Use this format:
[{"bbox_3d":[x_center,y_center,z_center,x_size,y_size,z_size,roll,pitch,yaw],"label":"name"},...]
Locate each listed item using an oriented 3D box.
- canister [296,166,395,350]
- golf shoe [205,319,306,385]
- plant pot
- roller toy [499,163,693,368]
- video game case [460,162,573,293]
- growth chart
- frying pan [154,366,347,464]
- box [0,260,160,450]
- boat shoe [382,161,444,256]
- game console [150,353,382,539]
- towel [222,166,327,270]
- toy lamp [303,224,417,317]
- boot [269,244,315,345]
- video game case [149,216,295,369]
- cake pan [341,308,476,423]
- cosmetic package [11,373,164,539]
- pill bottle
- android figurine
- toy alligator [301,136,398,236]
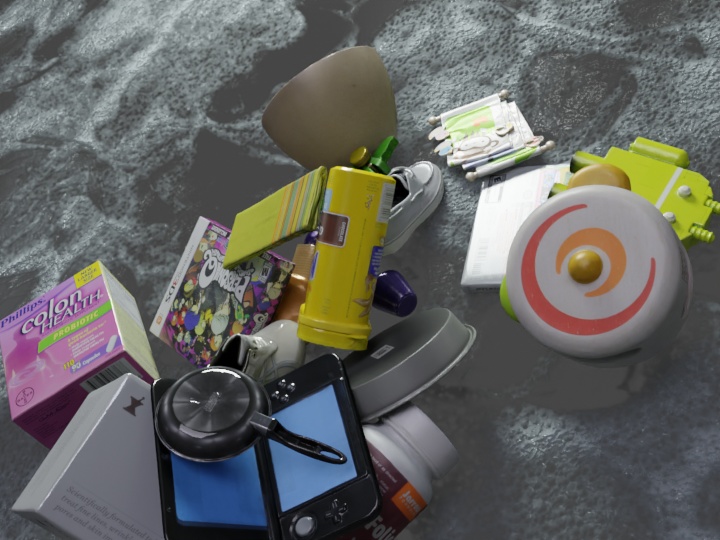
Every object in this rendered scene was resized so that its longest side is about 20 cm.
[{"bbox_3d":[-0.016,-0.018,1.058,0.086,0.149,0.200,11,94,-3],"label":"canister"},{"bbox_3d":[-0.123,0.104,1.037,0.078,0.097,0.200,19,39,19],"label":"golf shoe"},{"bbox_3d":[-0.024,-0.209,1.295,0.200,0.200,0.135,-33,81,-2],"label":"plant pot"},{"bbox_3d":[0.255,0.006,0.946,0.200,0.140,0.182,-50,62,9],"label":"roller toy"},{"bbox_3d":[0.232,-0.057,1.132,0.182,0.022,0.200,-2,51,25],"label":"video game case"},{"bbox_3d":[0.176,-0.192,1.263,0.145,0.018,0.200,-24,37,4],"label":"growth chart"},{"bbox_3d":[-0.118,0.155,0.858,0.190,0.031,0.115,33,52,30],"label":"frying pan"},{"bbox_3d":[-0.397,0.116,1.248,0.176,0.097,0.200,-31,45,0],"label":"box"},{"bbox_3d":[0.053,-0.101,1.202,0.072,0.069,0.200,14,44,31],"label":"boat shoe"},{"bbox_3d":[-0.095,0.170,0.874,0.176,0.116,0.200,-28,47,11],"label":"game console"},{"bbox_3d":[-0.107,-0.060,1.096,0.200,0.018,0.086,-21,48,50],"label":"towel"},{"bbox_3d":[0.000,0.000,1.175,0.058,0.058,0.200,-43,48,-12],"label":"toy lamp"},{"bbox_3d":[-0.134,0.040,1.205,0.201,0.071,0.144,-3,64,41],"label":"boot"},{"bbox_3d":[-0.190,0.039,1.194,0.200,0.036,0.181,27,94,45],"label":"video game case"},{"bbox_3d":[0.036,0.105,1.005,0.200,0.037,0.200,-31,9,5],"label":"cake pan"},{"bbox_3d":[-0.255,0.233,0.975,0.165,0.165,0.200,-60,16,-26],"label":"cosmetic package"},{"bbox_3d":[0.002,0.234,0.936,0.200,0.114,0.114,-43,47,-11],"label":"pill bottle"},{"bbox_3d":[0.335,-0.084,1.070,0.200,0.041,0.182,24,61,29],"label":"android figurine"},{"bbox_3d":[-0.017,-0.105,1.229,0.200,0.059,0.054,-43,34,8],"label":"toy alligator"}]
